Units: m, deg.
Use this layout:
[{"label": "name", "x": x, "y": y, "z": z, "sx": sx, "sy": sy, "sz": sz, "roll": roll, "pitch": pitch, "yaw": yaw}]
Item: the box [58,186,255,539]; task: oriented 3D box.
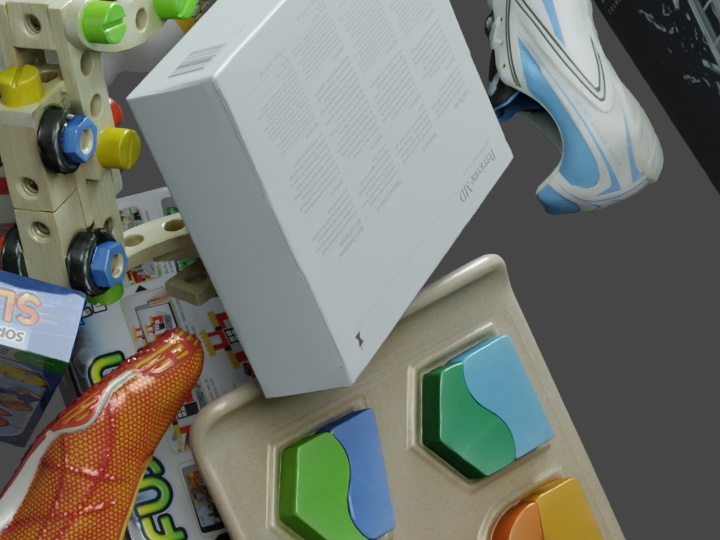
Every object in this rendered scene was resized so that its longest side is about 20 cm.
[{"label": "box", "x": -0.078, "y": 0.060, "z": 1.386, "sx": 0.110, "sy": 0.035, "sz": 0.200, "roll": -15, "pitch": 74, "yaw": -20}]

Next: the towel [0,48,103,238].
[{"label": "towel", "x": -0.185, "y": -0.083, "z": 1.356, "sx": 0.144, "sy": 0.023, "sz": 0.200, "roll": -3, "pitch": 93, "yaw": 7}]

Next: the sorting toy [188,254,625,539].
[{"label": "sorting toy", "x": 0.035, "y": 0.116, "z": 1.348, "sx": 0.185, "sy": 0.036, "sz": 0.200, "roll": -28, "pitch": 100, "yaw": -31}]

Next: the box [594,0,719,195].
[{"label": "box", "x": 0.233, "y": -0.123, "z": 1.451, "sx": 0.124, "sy": 0.200, "sz": 0.197, "roll": -27, "pitch": 78, "yaw": -22}]

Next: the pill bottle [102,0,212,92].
[{"label": "pill bottle", "x": -0.106, "y": -0.166, "z": 1.415, "sx": 0.104, "sy": 0.104, "sz": 0.200, "roll": 33, "pitch": 81, "yaw": -2}]

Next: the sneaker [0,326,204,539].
[{"label": "sneaker", "x": -0.126, "y": 0.112, "z": 1.317, "sx": 0.077, "sy": 0.073, "sz": 0.200, "roll": 37, "pitch": 93, "yaw": -1}]

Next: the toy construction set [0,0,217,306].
[{"label": "toy construction set", "x": -0.107, "y": -0.062, "z": 1.298, "sx": 0.131, "sy": 0.092, "sz": 0.200, "roll": -53, "pitch": 127, "yaw": -49}]

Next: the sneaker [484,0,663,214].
[{"label": "sneaker", "x": 0.085, "y": -0.121, "z": 1.484, "sx": 0.072, "sy": 0.072, "sz": 0.200, "roll": -20, "pitch": 69, "yaw": -1}]

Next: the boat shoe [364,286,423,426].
[{"label": "boat shoe", "x": 0.000, "y": 0.000, "z": 1.409, "sx": 0.065, "sy": 0.073, "sz": 0.200, "roll": -17, "pitch": 79, "yaw": -21}]

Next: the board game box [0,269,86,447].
[{"label": "board game box", "x": -0.229, "y": 0.019, "z": 1.305, "sx": 0.200, "sy": 0.135, "sz": 0.035, "roll": 15, "pitch": 68, "yaw": -9}]

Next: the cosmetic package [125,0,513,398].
[{"label": "cosmetic package", "x": -0.012, "y": -0.061, "z": 1.314, "sx": 0.151, "sy": 0.052, "sz": 0.200, "roll": 64, "pitch": 35, "yaw": -21}]
